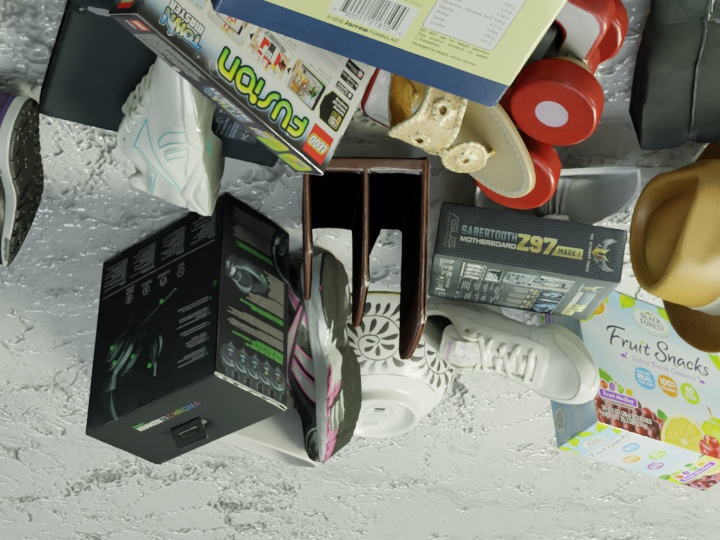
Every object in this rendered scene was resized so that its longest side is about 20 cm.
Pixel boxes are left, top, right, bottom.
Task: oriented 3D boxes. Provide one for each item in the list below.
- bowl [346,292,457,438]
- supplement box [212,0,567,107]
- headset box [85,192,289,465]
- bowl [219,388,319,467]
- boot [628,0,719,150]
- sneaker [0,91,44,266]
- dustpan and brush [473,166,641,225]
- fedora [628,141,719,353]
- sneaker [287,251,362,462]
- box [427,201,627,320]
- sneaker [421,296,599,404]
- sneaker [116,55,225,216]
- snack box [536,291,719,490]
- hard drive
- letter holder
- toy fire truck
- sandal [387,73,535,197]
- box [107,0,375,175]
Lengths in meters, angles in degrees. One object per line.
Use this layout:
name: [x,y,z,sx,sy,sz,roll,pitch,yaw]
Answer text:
bowl: [0.016,0.115,1.388,0.199,0.095,0.201,0,146,0]
supplement box: [0.036,-0.238,0.779,0.199,0.135,0.200,15,131,-24]
headset box: [-0.155,0.062,1.204,0.174,0.201,0.093,-27,139,32]
bowl: [-0.133,0.140,1.378,0.199,0.075,0.200,20,168,-8]
boot: [0.290,-0.169,0.988,0.164,0.066,0.201,3,145,9]
sneaker: [-0.319,-0.085,1.110,0.087,0.076,0.200,17,141,-1]
dustpan and brush: [0.164,-0.048,1.170,0.138,0.058,0.200,-3,177,0]
fedora: [0.278,-0.032,1.084,0.081,0.202,0.201,7,146,-20]
sneaker: [-0.053,0.084,1.286,0.086,0.202,0.080,-2,-179,25]
box: [0.141,-0.005,1.167,0.157,0.051,0.200,10,170,4]
sneaker: [0.131,0.081,1.254,0.099,0.199,0.075,-25,131,-44]
sneaker: [-0.148,-0.114,0.996,0.080,0.071,0.201,10,143,3]
snack box: [0.280,0.115,1.328,0.199,0.170,0.068,20,138,-28]
hard drive: [-0.141,-0.150,1.032,0.199,0.033,0.140,11,145,-19]
letter holder: [0.000,0.000,1.111,0.100,0.143,0.200,0,169,-3]
toy fire truck: [0.096,-0.152,0.985,0.167,0.113,0.200,24,145,-1]
sandal: [0.037,-0.124,0.942,0.212,0.070,0.078,56,148,-8]
box: [-0.074,-0.166,0.931,0.035,0.111,0.200,11,159,46]
